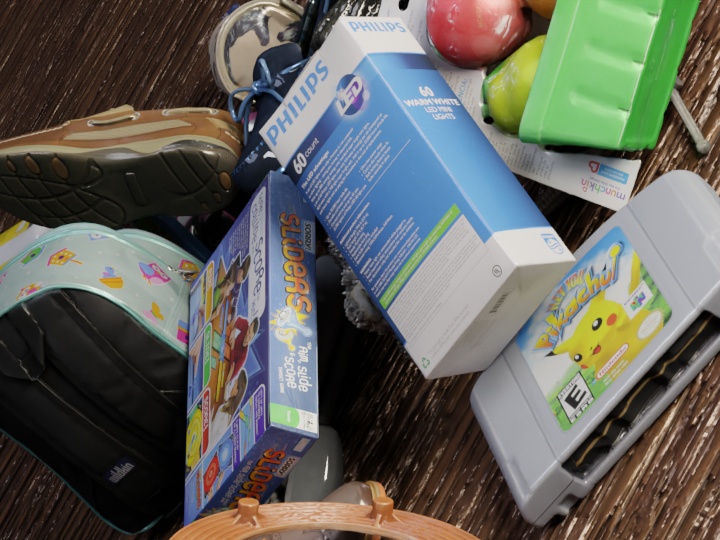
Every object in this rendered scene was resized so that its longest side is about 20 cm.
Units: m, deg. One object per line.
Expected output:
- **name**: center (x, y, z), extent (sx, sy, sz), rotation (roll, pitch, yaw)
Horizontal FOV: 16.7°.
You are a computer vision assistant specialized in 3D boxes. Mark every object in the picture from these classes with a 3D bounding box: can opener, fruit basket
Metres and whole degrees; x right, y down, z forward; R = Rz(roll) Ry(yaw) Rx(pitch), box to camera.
- **can opener**: center (-0.022, 0.086, 1.629), extent (0.066, 0.053, 0.201), rotation (5, 62, 26)
- **fruit basket**: center (0.103, -0.153, 1.488), extent (0.199, 0.094, 0.186), rotation (22, 103, 33)

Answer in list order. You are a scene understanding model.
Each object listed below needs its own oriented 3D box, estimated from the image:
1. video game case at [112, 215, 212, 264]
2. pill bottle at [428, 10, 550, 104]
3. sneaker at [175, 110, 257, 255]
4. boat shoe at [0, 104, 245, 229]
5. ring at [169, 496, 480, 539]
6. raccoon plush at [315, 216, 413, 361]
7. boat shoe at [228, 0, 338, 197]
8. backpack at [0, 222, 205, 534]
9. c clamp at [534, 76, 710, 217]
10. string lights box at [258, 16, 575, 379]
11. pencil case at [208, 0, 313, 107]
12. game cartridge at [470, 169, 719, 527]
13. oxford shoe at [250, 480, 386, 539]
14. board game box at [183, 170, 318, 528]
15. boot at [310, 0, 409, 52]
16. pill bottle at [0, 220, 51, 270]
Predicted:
- **video game case**: center (-0.188, 0.041, 1.822), extent (0.200, 0.143, 0.018), rotation (-43, 9, 24)
- **pill bottle**: center (0.127, -0.200, 1.577), extent (0.200, 0.113, 0.113), rotation (-49, 29, 3)
- **sneaker**: center (-0.114, -0.031, 1.824), extent (0.201, 0.080, 0.086), rotation (-56, 19, 5)
- **boat shoe**: center (-0.171, -0.078, 1.738), extent (0.199, 0.076, 0.074), rotation (0, 41, 16)
- **ring**: center (-0.015, 0.164, 1.396), extent (0.200, 0.199, 0.019), rotation (-148, 59, -61)
- **raccoon plush**: center (0.000, 0.000, 1.599), extent (0.200, 0.096, 0.135), rotation (-29, 45, 60)
- **boat shoe**: center (-0.051, -0.123, 1.692), extent (0.084, 0.069, 0.200), rotation (-37, 15, 36)
- **backpack**: center (-0.175, 0.060, 1.717), extent (0.176, 0.200, 0.154), rotation (-38, 31, 33)
- **c clamp**: center (0.127, -0.072, 1.558), extent (0.200, 0.027, 0.171), rotation (-42, 33, 25)
- **string lights box**: center (0.031, -0.046, 1.463), extent (0.103, 0.059, 0.201), rotation (-52, 60, 34)
- **pencil case**: center (-0.073, -0.167, 1.843), extent (0.200, 0.077, 0.090), rotation (-132, 63, -83)
- **game cartridge**: center (0.145, 0.039, 1.418), extent (0.200, 0.040, 0.134), rotation (-49, 26, 15)
- **oxford shoe**: center (-0.062, 0.199, 1.540), extent (0.200, 0.073, 0.071), rotation (-47, 30, 18)
- **board game box**: center (-0.071, 0.055, 1.566), extent (0.136, 0.034, 0.201), rotation (-52, 30, 45)
- **boot**: center (0.009, -0.215, 1.606), extent (0.158, 0.211, 0.079), rotation (-53, 40, -5)
- **pill bottle**: center (-0.272, 0.024, 1.993), extent (0.200, 0.112, 0.113), rotation (-28, 40, 42)
